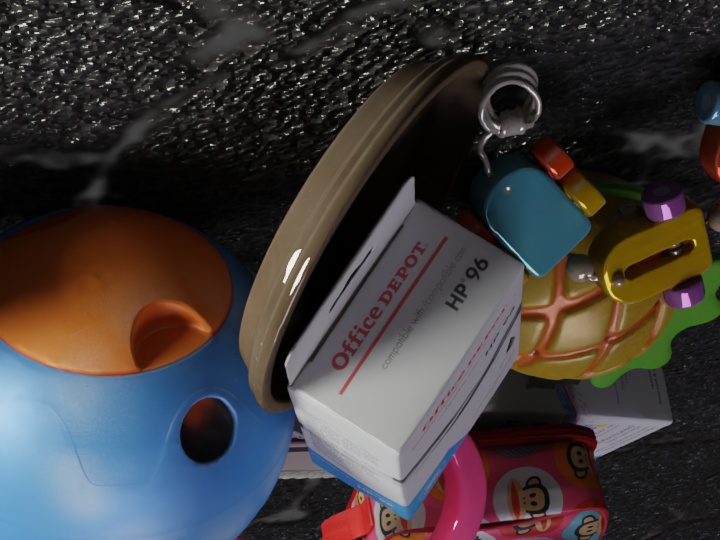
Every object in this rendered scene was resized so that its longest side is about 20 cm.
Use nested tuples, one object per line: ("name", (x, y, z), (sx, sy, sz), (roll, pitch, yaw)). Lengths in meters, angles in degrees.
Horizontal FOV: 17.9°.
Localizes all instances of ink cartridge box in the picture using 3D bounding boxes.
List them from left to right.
("ink cartridge box", (0.025, 0.043, 1.144), (0.068, 0.116, 0.200), (31, 167, 12))
("ink cartridge box", (0.085, 0.083, 1.525), (0.199, 0.085, 0.144), (8, 153, -39))

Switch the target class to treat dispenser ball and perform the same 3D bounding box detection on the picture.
("treat dispenser ball", (-0.133, 0.066, 1.187), (0.200, 0.202, 0.201), (-10, 160, -4))

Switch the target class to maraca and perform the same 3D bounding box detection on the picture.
("maraca", (0.132, 0.010, 1.298), (0.137, 0.107, 0.200), (-42, 139, 23))

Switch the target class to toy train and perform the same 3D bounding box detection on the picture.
("toy train", (0.135, -0.058, 1.181), (0.199, 0.056, 0.151), (1, 113, -22))

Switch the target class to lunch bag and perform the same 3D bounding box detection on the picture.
("lunch bag", (0.060, 0.164, 1.487), (0.175, 0.082, 0.200), (-5, 160, -10))

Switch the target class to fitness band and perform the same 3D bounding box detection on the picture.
("fitness band", (-0.017, 0.124, 1.329), (0.200, 0.144, 0.037), (29, 179, -26))

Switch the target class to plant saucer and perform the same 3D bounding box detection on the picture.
("plant saucer", (-0.001, -0.022, 1.107), (0.029, 0.200, 0.200), (31, 163, 11))

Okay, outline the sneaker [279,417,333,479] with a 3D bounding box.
("sneaker", (-0.075, 0.088, 1.368), (0.199, 0.080, 0.078), (-2, 172, -21))
